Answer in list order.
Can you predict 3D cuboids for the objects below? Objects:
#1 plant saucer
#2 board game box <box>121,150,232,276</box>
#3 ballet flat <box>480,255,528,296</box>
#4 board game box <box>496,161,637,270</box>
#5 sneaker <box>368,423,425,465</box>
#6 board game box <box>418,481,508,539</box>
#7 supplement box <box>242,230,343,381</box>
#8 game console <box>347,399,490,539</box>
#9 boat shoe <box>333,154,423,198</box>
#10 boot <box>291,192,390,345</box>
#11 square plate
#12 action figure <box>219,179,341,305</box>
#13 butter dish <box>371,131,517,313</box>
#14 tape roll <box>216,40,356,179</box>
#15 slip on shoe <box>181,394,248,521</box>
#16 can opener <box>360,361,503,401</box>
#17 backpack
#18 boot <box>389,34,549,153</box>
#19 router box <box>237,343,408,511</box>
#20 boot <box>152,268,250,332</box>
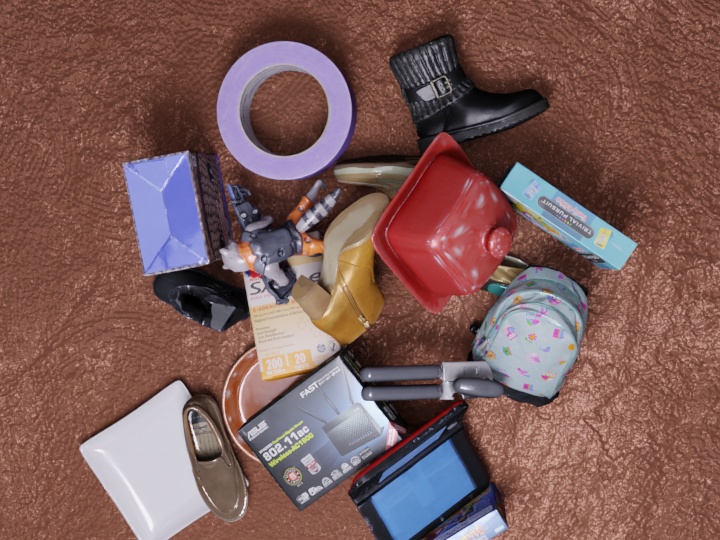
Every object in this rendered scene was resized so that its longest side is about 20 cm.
[{"bbox_3d":[-0.112,0.203,1.684,0.199,0.032,0.202,0,94,5],"label":"plant saucer"},{"bbox_3d":[-0.258,-0.085,1.588,0.096,0.200,0.160,-10,94,5],"label":"board game box"},{"bbox_3d":[0.187,0.003,1.636,0.199,0.069,0.063,16,68,1],"label":"ballet flat"},{"bbox_3d":[0.286,-0.075,1.565,0.200,0.151,0.047,35,92,2],"label":"board game box"},{"bbox_3d":[0.033,0.290,1.645,0.199,0.071,0.113,1,95,-11],"label":"sneaker"},{"bbox_3d":[0.124,0.397,1.627,0.199,0.135,0.035,-33,92,8],"label":"board game box"},{"bbox_3d":[-0.100,0.054,1.629,0.125,0.074,0.201,-12,82,3],"label":"supplement box"},{"bbox_3d":[0.094,0.301,1.571,0.200,0.173,0.119,-34,75,-15],"label":"game console"},{"bbox_3d":[0.060,-0.130,1.627,0.199,0.072,0.077,0,108,5],"label":"boat shoe"},{"bbox_3d":[0.000,0.001,1.545,0.201,0.144,0.071,-51,46,-3],"label":"boot"},{"bbox_3d":[-0.305,0.303,1.710,0.199,0.028,0.199,-33,91,6],"label":"square plate"},{"bbox_3d":[-0.120,-0.067,1.564,0.193,0.105,0.201,-31,77,-12],"label":"action figure"},{"bbox_3d":[0.144,-0.052,1.497,0.200,0.147,0.200,-55,131,-15],"label":"butter dish"},{"bbox_3d":[-0.107,-0.234,1.622,0.199,0.085,0.201,0,95,6],"label":"tape roll"},{"bbox_3d":[-0.223,0.288,1.657,0.076,0.061,0.201,-13,94,5],"label":"slip on shoe"},{"bbox_3d":[0.098,0.152,1.516,0.199,0.066,0.053,0,82,-15],"label":"can opener"},{"bbox_3d":[0.250,0.095,1.566,0.166,0.127,0.201,19,131,-1],"label":"backpack"},{"bbox_3d":[0.158,-0.272,1.598,0.210,0.079,0.159,-15,93,6],"label":"boot"},{"bbox_3d":[-0.053,0.225,1.566,0.200,0.062,0.150,-38,92,15],"label":"router box"},{"bbox_3d":[-0.246,0.041,1.597,0.164,0.200,0.066,12,96,4],"label":"boot"}]
